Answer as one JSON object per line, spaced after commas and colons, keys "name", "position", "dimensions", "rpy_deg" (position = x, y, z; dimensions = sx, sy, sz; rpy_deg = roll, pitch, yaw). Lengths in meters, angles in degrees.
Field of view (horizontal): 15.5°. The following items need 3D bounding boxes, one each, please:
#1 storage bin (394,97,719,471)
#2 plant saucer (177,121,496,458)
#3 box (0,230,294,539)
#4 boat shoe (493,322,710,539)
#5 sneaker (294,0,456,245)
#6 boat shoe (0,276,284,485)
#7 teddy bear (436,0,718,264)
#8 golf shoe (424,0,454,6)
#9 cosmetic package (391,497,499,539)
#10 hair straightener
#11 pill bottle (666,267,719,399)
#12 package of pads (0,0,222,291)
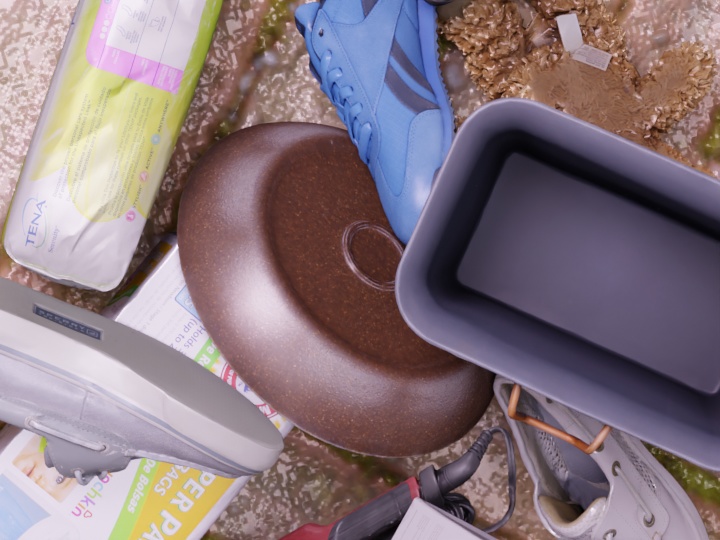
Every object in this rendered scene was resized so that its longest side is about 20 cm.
{"name": "storage bin", "position": [0.124, 0.013, 1.307], "dimensions": [0.200, 0.134, 0.146], "rpy_deg": [24, 94, 3]}
{"name": "plant saucer", "position": [0.000, 0.000, 1.368], "dimensions": [0.200, 0.037, 0.201], "rpy_deg": [20, 50, -25]}
{"name": "box", "position": [-0.118, 0.089, 1.385], "dimensions": [0.112, 0.101, 0.200], "rpy_deg": [40, 87, -8]}
{"name": "boat shoe", "position": [0.123, 0.121, 1.417], "dimensions": [0.069, 0.071, 0.200], "rpy_deg": [-48, 114, -41]}
{"name": "sneaker", "position": [0.004, -0.094, 1.378], "dimensions": [0.078, 0.066, 0.200], "rpy_deg": [2, 57, -14]}
{"name": "boat shoe", "position": [-0.138, 0.064, 1.303], "dimensions": [0.201, 0.070, 0.072], "rpy_deg": [25, 106, -8]}
{"name": "teddy bear", "position": [0.117, -0.089, 1.427], "dimensions": [0.200, 0.067, 0.145], "rpy_deg": [44, 76, 8]}
{"name": "golf shoe", "position": [0.083, -0.228, 1.381], "dimensions": [0.078, 0.094, 0.200], "rpy_deg": [33, 59, -15]}
{"name": "cosmetic package", "position": [0.099, 0.184, 1.378], "dimensions": [0.200, 0.082, 0.051], "rpy_deg": [32, 86, -46]}
{"name": "hair straightener", "position": [0.009, 0.143, 1.399], "dimensions": [0.200, 0.041, 0.077], "rpy_deg": [-38, 140, 24]}
{"name": "pill bottle", "position": [0.230, 0.002, 1.425], "dimensions": [0.114, 0.114, 0.200], "rpy_deg": [37, 87, -8]}
{"name": "package of pads", "position": [-0.124, -0.090, 1.350], "dimensions": [0.068, 0.155, 0.200], "rpy_deg": [18, 90, -8]}
